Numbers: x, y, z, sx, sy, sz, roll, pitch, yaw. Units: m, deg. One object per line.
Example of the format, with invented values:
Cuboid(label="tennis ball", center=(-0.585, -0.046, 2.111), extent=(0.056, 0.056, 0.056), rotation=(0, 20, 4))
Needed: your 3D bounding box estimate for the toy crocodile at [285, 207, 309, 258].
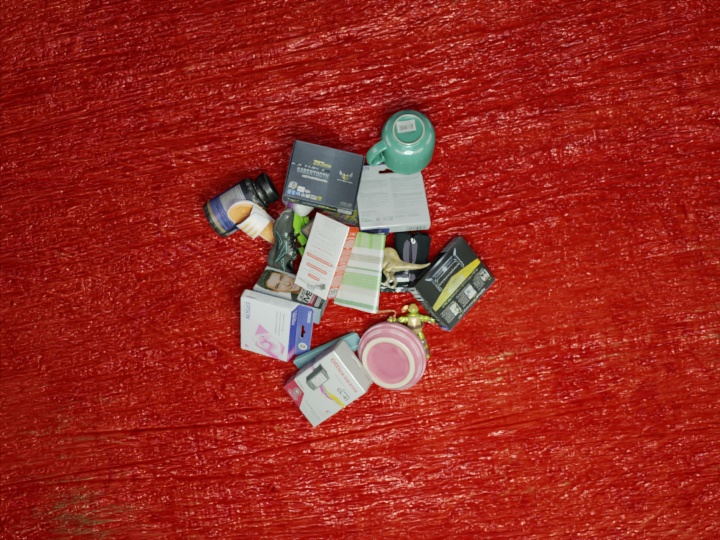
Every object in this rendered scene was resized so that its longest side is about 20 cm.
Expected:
Cuboid(label="toy crocodile", center=(-0.161, -0.092, 1.484), extent=(0.067, 0.062, 0.203), rotation=(-25, 85, -13))

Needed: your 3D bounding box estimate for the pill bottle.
Cuboid(label="pill bottle", center=(-0.333, -0.189, 1.471), extent=(0.198, 0.112, 0.113), rotation=(-30, 87, 4))

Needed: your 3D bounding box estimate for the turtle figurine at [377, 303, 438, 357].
Cuboid(label="turtle figurine", center=(0.141, 0.161, 1.451), extent=(0.195, 0.064, 0.165), rotation=(-4, 97, -5))

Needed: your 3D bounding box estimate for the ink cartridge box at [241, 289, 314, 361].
Cuboid(label="ink cartridge box", center=(-0.233, 0.161, 1.437), extent=(0.196, 0.044, 0.199), rotation=(15, 128, 6))

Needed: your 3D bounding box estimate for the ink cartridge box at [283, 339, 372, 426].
Cuboid(label="ink cartridge box", center=(-0.090, 0.309, 1.429), extent=(0.199, 0.086, 0.148), rotation=(-38, 93, 23))

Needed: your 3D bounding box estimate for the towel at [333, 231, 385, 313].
Cuboid(label="towel", center=(0.000, 0.000, 1.381), extent=(0.147, 0.030, 0.205), rotation=(10, 95, 36))

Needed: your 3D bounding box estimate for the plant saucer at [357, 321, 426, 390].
Cuboid(label="plant saucer", center=(0.081, 0.243, 1.427), extent=(0.196, 0.051, 0.205), rotation=(7, 111, 18))

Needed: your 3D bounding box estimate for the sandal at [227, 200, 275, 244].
Cuboid(label="sandal", center=(-0.269, -0.118, 1.435), extent=(0.205, 0.060, 0.079), rotation=(32, 111, -35))

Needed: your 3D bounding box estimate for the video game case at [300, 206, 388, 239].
Cuboid(label="video game case", center=(-0.037, -0.113, 1.461), extent=(0.200, 0.026, 0.181), rotation=(-44, 89, -11))

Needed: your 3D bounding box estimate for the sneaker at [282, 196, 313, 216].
Cuboid(label="sneaker", center=(-0.139, -0.247, 1.475), extent=(0.200, 0.073, 0.114), rotation=(-41, 45, -19))

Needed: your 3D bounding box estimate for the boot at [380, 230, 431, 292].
Cuboid(label="boot", center=(0.099, -0.024, 1.450), extent=(0.195, 0.076, 0.172), rotation=(0, 86, 9))

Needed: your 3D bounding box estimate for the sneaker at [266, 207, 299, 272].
Cuboid(label="sneaker", center=(-0.198, -0.080, 1.426), extent=(0.078, 0.075, 0.202), rotation=(30, 131, 14))

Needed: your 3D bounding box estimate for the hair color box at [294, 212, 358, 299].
Cuboid(label="hair color box", center=(-0.090, -0.038, 1.385), extent=(0.109, 0.064, 0.204), rotation=(25, 102, 24))

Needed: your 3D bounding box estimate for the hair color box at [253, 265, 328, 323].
Cuboid(label="hair color box", center=(-0.191, 0.067, 1.458), extent=(0.196, 0.100, 0.061), rotation=(17, 132, 5))

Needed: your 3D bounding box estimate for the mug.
Cuboid(label="mug", center=(0.119, -0.341, 1.408), extent=(0.151, 0.115, 0.186), rotation=(34, 80, 10))

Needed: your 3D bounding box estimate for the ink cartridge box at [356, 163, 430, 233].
Cuboid(label="ink cartridge box", center=(0.083, -0.201, 1.440), extent=(0.192, 0.044, 0.204), rotation=(-4, 64, -4))

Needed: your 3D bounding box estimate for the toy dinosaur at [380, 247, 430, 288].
Cuboid(label="toy dinosaur", center=(0.079, -0.008, 1.383), extent=(0.196, 0.058, 0.103), rotation=(15, 86, 15))

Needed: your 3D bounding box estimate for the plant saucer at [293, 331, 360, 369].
Cuboid(label="plant saucer", center=(-0.090, 0.231, 1.477), extent=(0.197, 0.070, 0.019), rotation=(-24, 46, 5))

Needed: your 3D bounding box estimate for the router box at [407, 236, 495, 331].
Cuboid(label="router box", center=(0.246, 0.035, 1.404), extent=(0.200, 0.052, 0.158), rotation=(-44, 100, -14))

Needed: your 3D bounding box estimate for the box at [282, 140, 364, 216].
Cuboid(label="box", center=(-0.097, -0.247, 1.393), extent=(0.196, 0.051, 0.161), rotation=(13, 78, -4))
